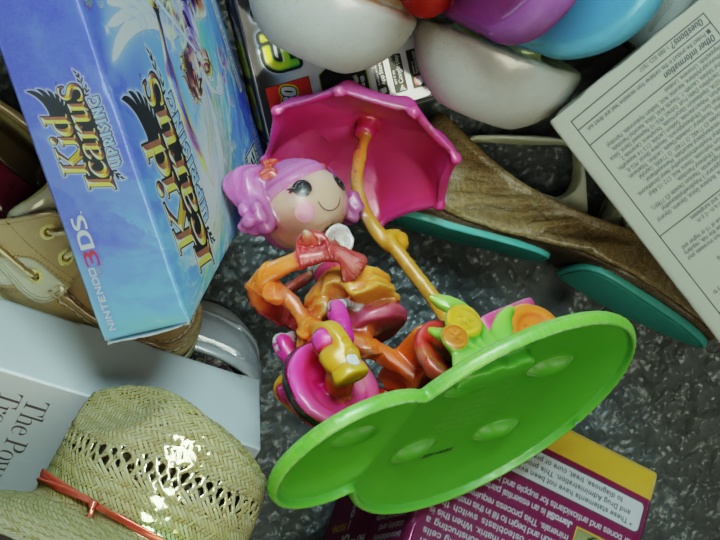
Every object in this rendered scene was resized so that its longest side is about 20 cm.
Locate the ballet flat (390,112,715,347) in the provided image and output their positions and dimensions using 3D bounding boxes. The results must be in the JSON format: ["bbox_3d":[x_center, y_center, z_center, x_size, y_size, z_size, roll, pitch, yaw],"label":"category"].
[{"bbox_3d":[0.108,-0.027,1.192,0.199,0.068,0.073,22,81,-15],"label":"ballet flat"}]

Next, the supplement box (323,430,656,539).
[{"bbox_3d":[0.049,0.172,1.166,0.130,0.103,0.201,28,67,-20],"label":"supplement box"}]

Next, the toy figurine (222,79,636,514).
[{"bbox_3d":[0.000,0.000,1.073,0.199,0.185,0.150,-11,150,-38],"label":"toy figurine"}]

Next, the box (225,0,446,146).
[{"bbox_3d":[-0.019,-0.171,1.123,0.109,0.035,0.202,-16,110,-9],"label":"box"}]

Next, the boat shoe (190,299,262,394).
[{"bbox_3d":[-0.143,0.041,1.139,0.198,0.069,0.073,15,103,-17],"label":"boat shoe"}]

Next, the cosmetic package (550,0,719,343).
[{"bbox_3d":[0.192,-0.027,1.087,0.103,0.073,0.201,-37,90,22],"label":"cosmetic package"}]

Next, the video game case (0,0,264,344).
[{"bbox_3d":[-0.104,-0.097,1.046,0.045,0.182,0.202,-11,111,16],"label":"video game case"}]

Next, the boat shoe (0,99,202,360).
[{"bbox_3d":[-0.153,-0.025,1.088,0.199,0.066,0.074,36,52,-9],"label":"boat shoe"}]

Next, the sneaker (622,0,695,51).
[{"bbox_3d":[0.197,-0.179,1.142,0.200,0.074,0.079,-43,74,7],"label":"sneaker"}]

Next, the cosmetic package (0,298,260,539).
[{"bbox_3d":[-0.156,0.111,1.121,0.150,0.052,0.201,17,130,-21],"label":"cosmetic package"}]

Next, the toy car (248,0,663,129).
[{"bbox_3d":[0.055,-0.158,1.046,0.199,0.150,0.176,17,99,-22],"label":"toy car"}]

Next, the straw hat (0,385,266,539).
[{"bbox_3d":[-0.090,0.098,1.017,0.200,0.201,0.086,27,82,-20],"label":"straw hat"}]
